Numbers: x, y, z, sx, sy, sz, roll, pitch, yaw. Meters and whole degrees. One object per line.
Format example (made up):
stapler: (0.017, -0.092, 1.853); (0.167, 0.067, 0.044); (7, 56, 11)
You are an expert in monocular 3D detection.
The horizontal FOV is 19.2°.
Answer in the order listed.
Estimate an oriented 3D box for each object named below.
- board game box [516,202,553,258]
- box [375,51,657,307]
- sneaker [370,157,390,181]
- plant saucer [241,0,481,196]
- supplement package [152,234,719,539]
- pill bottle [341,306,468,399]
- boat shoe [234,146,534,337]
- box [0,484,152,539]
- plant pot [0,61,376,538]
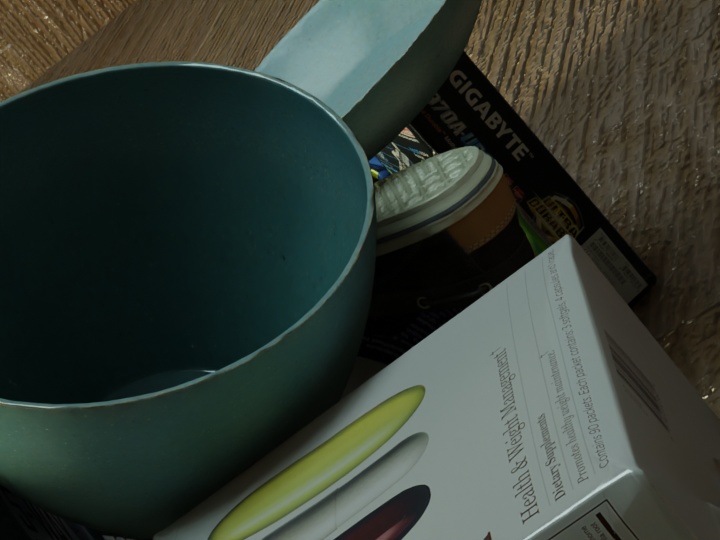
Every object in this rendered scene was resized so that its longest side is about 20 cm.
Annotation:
board game box: (0.098, 0.031, 0.920); (0.030, 0.096, 0.200); (-41, 17, 6)
box: (0.057, -0.051, 1.107); (0.046, 0.159, 0.200); (-43, 17, -4)
sneaker: (0.039, -0.060, 1.313); (0.066, 0.078, 0.200); (-28, 20, 43)
plant saucer: (-0.002, -0.089, 0.996); (0.201, 0.039, 0.201); (-42, 18, 17)
supplement package: (0.041, 0.128, 0.718); (0.200, 0.147, 0.191); (-37, 17, 12)
pill bottle: (0.000, 0.067, 1.014); (0.116, 0.116, 0.200); (-33, 19, 27)
boat shoe: (0.000, 0.000, 0.943); (0.200, 0.062, 0.075); (-17, 26, 49)
box: (-0.125, 0.136, 0.899); (0.043, 0.160, 0.200); (-38, -21, 8)
plant pot: (-0.085, 0.029, 0.860); (0.199, 0.135, 0.201); (-6, 42, 5)
